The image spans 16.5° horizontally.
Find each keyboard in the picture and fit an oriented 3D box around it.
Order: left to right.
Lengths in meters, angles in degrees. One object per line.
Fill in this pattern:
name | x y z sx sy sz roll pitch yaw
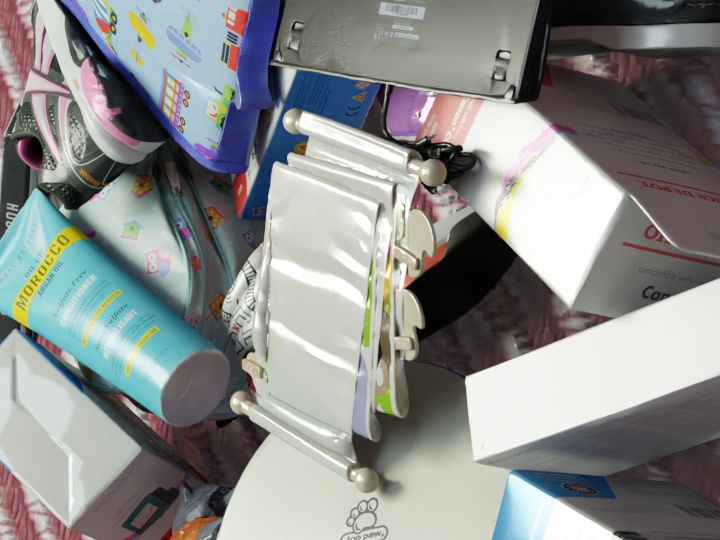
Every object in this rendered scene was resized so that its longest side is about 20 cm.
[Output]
keyboard | 0.022 -0.107 1.273 0.200 0.021 0.127 15 92 50

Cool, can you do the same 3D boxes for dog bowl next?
dog bowl | 0.021 0.152 1.315 0.200 0.079 0.201 -20 52 28

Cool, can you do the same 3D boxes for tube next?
tube | -0.157 0.025 1.473 0.200 0.050 0.078 33 85 39

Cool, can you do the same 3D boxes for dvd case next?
dvd case | -0.217 -0.045 1.670 0.150 0.025 0.200 -78 -3 -55

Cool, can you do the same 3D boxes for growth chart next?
growth chart | -0.013 0.016 1.288 0.145 0.018 0.200 34 122 43

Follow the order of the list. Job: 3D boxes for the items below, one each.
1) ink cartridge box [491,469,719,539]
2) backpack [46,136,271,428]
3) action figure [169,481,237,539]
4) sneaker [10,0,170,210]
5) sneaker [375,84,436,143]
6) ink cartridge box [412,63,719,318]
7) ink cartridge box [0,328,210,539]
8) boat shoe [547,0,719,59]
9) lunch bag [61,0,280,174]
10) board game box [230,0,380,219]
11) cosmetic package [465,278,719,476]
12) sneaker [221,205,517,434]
ink cartridge box | 0.162 0.161 1.152 0.200 0.116 0.068 28 107 53
backpack | -0.122 0.004 1.558 0.167 0.126 0.200 -49 50 31
action figure | -0.045 0.181 1.443 0.193 0.104 0.200 45 120 37
sneaker | -0.185 -0.107 1.535 0.086 0.080 0.200 -46 27 12
sneaker | 0.070 -0.132 1.377 0.200 0.072 0.115 -40 52 56
ink cartridge box | 0.128 -0.030 1.235 0.200 0.116 0.068 48 120 47
ink cartridge box | -0.167 0.116 1.556 0.116 0.200 0.067 41 88 18
boat shoe | 0.102 -0.141 1.290 0.199 0.076 0.061 1 89 21
lunch bag | -0.099 -0.164 1.444 0.151 0.094 0.200 107 146 -43
board game box | -0.043 -0.163 1.480 0.200 0.056 0.196 116 148 -58
cosmetic package | 0.151 0.050 1.194 0.200 0.082 0.051 -23 64 39
sneaker | -0.001 0.000 1.415 0.201 0.067 0.108 -45 55 25
